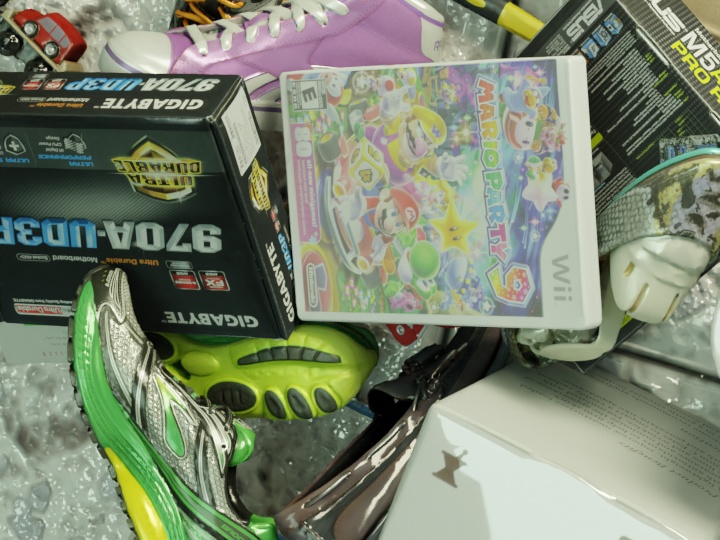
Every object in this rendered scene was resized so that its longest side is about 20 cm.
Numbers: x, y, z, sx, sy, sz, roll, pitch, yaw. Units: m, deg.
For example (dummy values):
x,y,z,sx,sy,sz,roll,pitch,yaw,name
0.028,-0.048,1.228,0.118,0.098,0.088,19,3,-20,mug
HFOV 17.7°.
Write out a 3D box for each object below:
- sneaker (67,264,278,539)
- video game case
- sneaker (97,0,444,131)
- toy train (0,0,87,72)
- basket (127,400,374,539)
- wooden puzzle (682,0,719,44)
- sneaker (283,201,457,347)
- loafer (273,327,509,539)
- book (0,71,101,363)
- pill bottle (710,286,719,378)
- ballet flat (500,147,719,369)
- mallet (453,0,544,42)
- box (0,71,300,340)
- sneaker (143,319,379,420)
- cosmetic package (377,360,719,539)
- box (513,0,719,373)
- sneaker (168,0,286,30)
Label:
x,y,z,sx,sy,sz,roll,pitch,yaw,name
-0.108,0.088,1.325,0.085,0.078,0.200,-24,87,3,sneaker
0.040,-0.041,1.263,0.200,0.018,0.144,1,98,39,video game case
-0.048,-0.141,1.347,0.200,0.073,0.114,7,114,-22,sneaker
-0.200,-0.143,1.478,0.200,0.034,0.046,45,100,12,toy train
-0.046,0.164,1.403,0.176,0.139,0.200,23,74,29,basket
0.204,-0.216,1.292,0.200,0.037,0.185,26,107,13,wooden puzzle
0.000,0.000,1.372,0.200,0.071,0.113,-25,94,48,sneaker
0.022,0.091,1.333,0.063,0.200,0.072,37,148,-5,loafer
-0.180,-0.032,1.429,0.133,0.048,0.200,0,128,19,book
0.249,0.019,1.211,0.113,0.200,0.114,4,101,19,pill bottle
0.142,0.005,1.240,0.200,0.072,0.072,-36,82,50,ballet flat
0.087,-0.138,1.355,0.200,0.041,0.066,26,111,23,mallet
-0.141,-0.038,1.338,0.200,0.046,0.159,3,130,25,box
-0.079,0.056,1.404,0.200,0.084,0.074,5,101,26,sneaker
0.114,0.162,1.295,0.165,0.200,0.165,27,108,18,cosmetic package
0.139,-0.057,1.292,0.160,0.044,0.200,50,137,6,box
-0.079,-0.172,1.396,0.078,0.077,0.200,26,109,16,sneaker
